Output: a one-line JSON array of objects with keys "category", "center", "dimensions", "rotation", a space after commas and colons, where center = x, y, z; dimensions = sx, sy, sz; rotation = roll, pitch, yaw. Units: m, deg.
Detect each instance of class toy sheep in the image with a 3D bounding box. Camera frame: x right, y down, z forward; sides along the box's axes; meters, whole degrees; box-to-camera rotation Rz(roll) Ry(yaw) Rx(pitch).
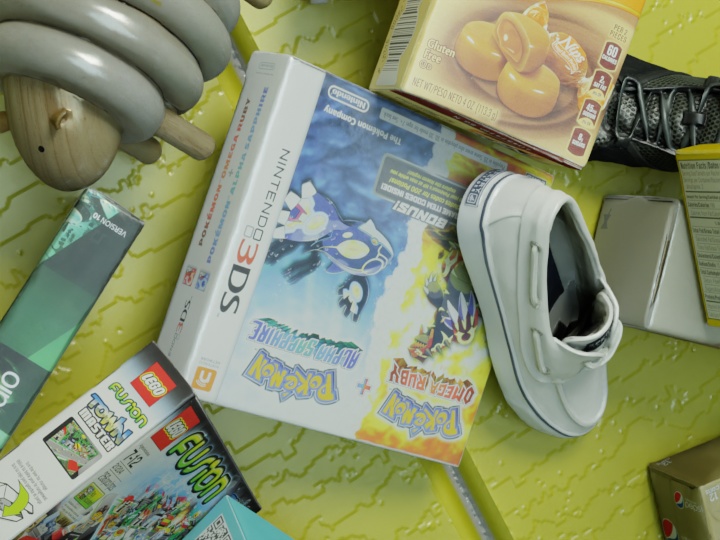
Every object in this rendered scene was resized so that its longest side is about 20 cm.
[{"category": "toy sheep", "center": [-0.120, -0.134, 0.700], "dimensions": [0.137, 0.138, 0.201], "rotation": [23, 73, -19]}]

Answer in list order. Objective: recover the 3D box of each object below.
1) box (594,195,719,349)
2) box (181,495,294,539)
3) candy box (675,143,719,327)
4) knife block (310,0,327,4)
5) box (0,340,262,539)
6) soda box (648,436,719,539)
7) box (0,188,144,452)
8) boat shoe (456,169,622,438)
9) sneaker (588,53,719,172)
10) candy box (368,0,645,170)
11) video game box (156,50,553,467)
[{"category": "box", "center": [0.245, 0.014, 0.848], "dimensions": [0.199, 0.095, 0.078], "rotation": [14, 91, -17]}, {"category": "box", "center": [-0.028, 0.210, 0.762], "dimensions": [0.082, 0.049, 0.200], "rotation": [-45, 123, 6]}, {"category": "candy box", "center": [0.231, -0.014, 0.688], "dimensions": [0.026, 0.200, 0.103], "rotation": [-14, 99, -21]}, {"category": "knife block", "center": [0.013, -0.240, 0.763], "dimensions": [0.199, 0.064, 0.176], "rotation": [-6, 98, -18]}, {"category": "box", "center": [-0.116, 0.115, 0.693], "dimensions": [0.110, 0.200, 0.035], "rotation": [-38, 68, -11]}, {"category": "soda box", "center": [0.289, 0.128, 0.888], "dimensions": [0.199, 0.064, 0.068], "rotation": [-18, 100, -17]}, {"category": "box", "center": [-0.177, 0.052, 0.685], "dimensions": [0.036, 0.144, 0.201], "rotation": [31, 84, -11]}, {"category": "boat shoe", "center": [0.113, 0.031, 0.784], "dimensions": [0.074, 0.065, 0.200], "rotation": [-51, 135, -23]}, {"category": "sneaker", "center": [0.185, -0.090, 0.809], "dimensions": [0.199, 0.114, 0.077], "rotation": [13, 89, -17]}, {"category": "candy box", "center": [0.095, -0.168, 0.734], "dimensions": [0.115, 0.055, 0.201], "rotation": [20, 91, -22]}, {"category": "video game box", "center": [0.000, 0.000, 0.764], "dimensions": [0.199, 0.047, 0.183], "rotation": [19, 91, -36]}]
